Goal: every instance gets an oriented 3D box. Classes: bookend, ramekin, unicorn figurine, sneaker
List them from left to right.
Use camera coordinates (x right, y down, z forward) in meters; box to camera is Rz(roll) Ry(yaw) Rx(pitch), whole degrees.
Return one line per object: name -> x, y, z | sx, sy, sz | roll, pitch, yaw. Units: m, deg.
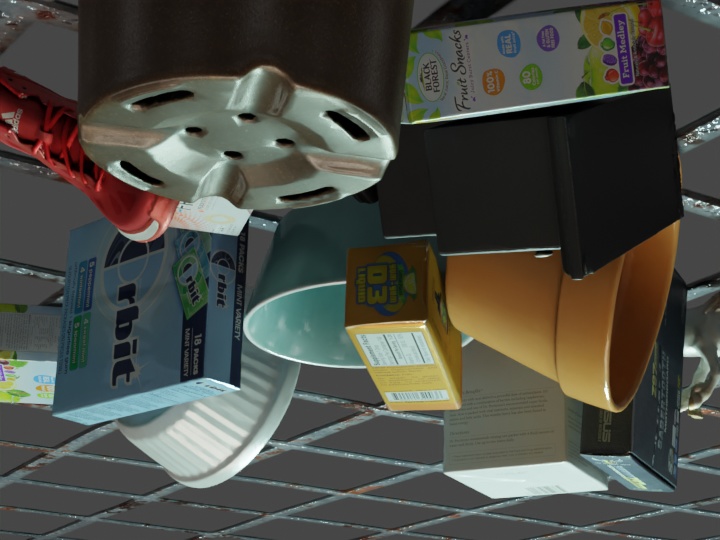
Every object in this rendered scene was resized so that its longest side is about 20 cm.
sneaker -> -0.198, -0.080, 1.031 | 0.115, 0.079, 0.199 | 20, -179, -31
ramekin -> -0.154, 0.095, 1.440 | 0.094, 0.205, 0.201 | 32, 146, -35
bookend -> 0.081, -0.055, 0.967 | 0.196, 0.093, 0.199 | -3, -170, 29
unicorn figurine -> 0.315, 0.068, 1.449 | 0.197, 0.139, 0.074 | 14, 167, 18

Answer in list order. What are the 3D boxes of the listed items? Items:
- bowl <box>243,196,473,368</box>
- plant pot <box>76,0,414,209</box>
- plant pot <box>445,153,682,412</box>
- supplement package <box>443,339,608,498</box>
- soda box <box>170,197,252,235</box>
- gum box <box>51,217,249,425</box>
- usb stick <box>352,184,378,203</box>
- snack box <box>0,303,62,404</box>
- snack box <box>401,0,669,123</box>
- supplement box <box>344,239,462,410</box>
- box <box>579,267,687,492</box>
bowl -> 0.000, 0.000, 1.269 | 0.198, 0.106, 0.201 | -2, 157, -1
plant pot -> -0.055, -0.148, 0.730 | 0.197, 0.201, 0.201 | 2, 161, 1
plant pot -> 0.151, -0.007, 1.148 | 0.138, 0.203, 0.200 | 11, 165, 21
supplement package -> 0.152, 0.094, 1.389 | 0.120, 0.203, 0.120 | -8, 158, 27
soda box -> -0.101, -0.085, 1.097 | 0.067, 0.065, 0.200 | 7, 164, -12
gum box -> -0.177, 0.029, 1.279 | 0.198, 0.172, 0.044 | -15, 155, 40
usb stick -> -0.011, -0.097, 1.063 | 0.032, 0.056, 0.200 | 28, 174, 21
snack box -> -0.322, 0.094, 1.629 | 0.197, 0.069, 0.169 | 2, 160, -7
snack box -> 0.080, -0.118, 0.873 | 0.140, 0.054, 0.200 | -10, -173, -5
supplement box -> 0.036, 0.047, 1.165 | 0.068, 0.067, 0.200 | -2, 156, 8
box -> 0.246, 0.083, 1.351 | 0.050, 0.203, 0.157 | -3, 160, 27
